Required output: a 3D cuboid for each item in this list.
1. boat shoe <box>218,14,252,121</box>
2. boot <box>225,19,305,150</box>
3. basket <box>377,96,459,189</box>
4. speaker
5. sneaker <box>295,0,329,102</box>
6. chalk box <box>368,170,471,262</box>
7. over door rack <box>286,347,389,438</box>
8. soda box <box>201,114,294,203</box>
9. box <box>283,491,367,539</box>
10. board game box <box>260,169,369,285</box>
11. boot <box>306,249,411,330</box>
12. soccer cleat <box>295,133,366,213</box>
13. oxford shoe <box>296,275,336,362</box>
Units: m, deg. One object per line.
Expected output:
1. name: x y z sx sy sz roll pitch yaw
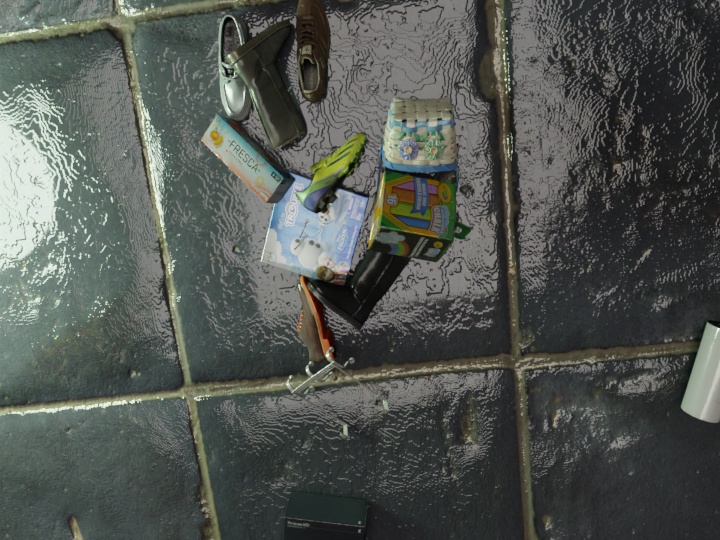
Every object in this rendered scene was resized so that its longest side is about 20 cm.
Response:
1. boat shoe: -0.262 -0.413 1.171 0.067 0.072 0.209 0 102 3
2. boot: -0.163 -0.377 1.167 0.182 0.072 0.203 -43 113 -22
3. basket: 0.115 -0.237 1.162 0.170 0.142 0.204 -1 136 4
4. speaker: 0.761 0.219 1.240 0.078 0.081 0.207 10 103 1
5. sneaker: -0.096 -0.446 1.152 0.068 0.076 0.208 -3 102 4
6. chalk box: 0.125 -0.103 1.161 0.193 0.125 0.128 9 70 -8
7. over door rack: -0.050 0.271 1.295 0.146 0.067 0.200 -36 111 26
8. soda box: -0.233 -0.230 1.190 0.200 0.063 0.069 44 105 7
9. box: -0.085 0.647 1.368 0.192 0.104 0.189 6 103 2
10. board game box: -0.099 -0.090 1.244 0.193 0.043 0.207 16 102 0
11. boot: 0.001 0.000 1.213 0.164 0.066 0.202 37 91 -31
12. soccer cleat: -0.059 -0.212 1.181 0.082 0.065 0.203 32 77 10
13. oxford shoe: -0.114 0.114 1.275 0.070 0.071 0.206 -14 101 10
